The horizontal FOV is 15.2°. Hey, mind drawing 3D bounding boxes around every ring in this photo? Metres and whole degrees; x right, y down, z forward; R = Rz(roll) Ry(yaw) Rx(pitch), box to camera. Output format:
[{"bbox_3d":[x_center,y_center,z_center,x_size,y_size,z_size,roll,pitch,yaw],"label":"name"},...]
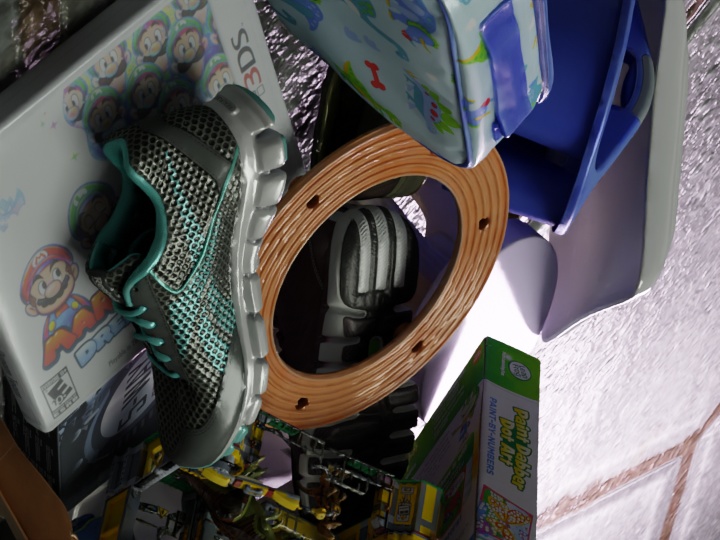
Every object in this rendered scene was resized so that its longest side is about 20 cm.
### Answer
[{"bbox_3d":[0.000,0.000,1.470,0.200,0.019,0.200,-28,140,-26],"label":"ring"}]

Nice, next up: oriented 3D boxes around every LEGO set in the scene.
[{"bbox_3d":[-0.055,0.161,1.475,0.154,0.200,0.116,-24,-135,41],"label":"LEGO set"}]

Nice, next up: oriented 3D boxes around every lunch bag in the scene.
[{"bbox_3d":[0.021,-0.146,1.334,0.082,0.161,0.200,-44,157,-13],"label":"lunch bag"}]

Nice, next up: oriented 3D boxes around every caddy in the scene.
[{"bbox_3d":[0.118,-0.115,1.558,0.141,0.105,0.200,107,-2,-49],"label":"caddy"}]

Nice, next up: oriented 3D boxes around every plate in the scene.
[{"bbox_3d":[0.160,-0.064,1.661,0.200,0.032,0.200,141,-43,-74],"label":"plate"}]

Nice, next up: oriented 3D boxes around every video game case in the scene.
[{"bbox_3d":[-0.115,-0.043,1.342,0.200,0.024,0.182,-42,139,-24],"label":"video game case"}]

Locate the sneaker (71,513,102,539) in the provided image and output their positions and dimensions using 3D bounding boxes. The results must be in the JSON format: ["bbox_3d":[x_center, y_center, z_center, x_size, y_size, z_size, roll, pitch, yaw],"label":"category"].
[{"bbox_3d":[-0.188,0.164,1.514,0.105,0.076,0.200,-45,151,-5],"label":"sneaker"}]

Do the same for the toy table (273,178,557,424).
[{"bbox_3d":[0.039,0.006,1.673,0.184,0.117,0.200,-41,157,-25],"label":"toy table"}]

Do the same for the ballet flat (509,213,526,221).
[{"bbox_3d":[0.109,-0.092,1.726,0.067,0.062,0.200,-33,152,-41],"label":"ballet flat"}]

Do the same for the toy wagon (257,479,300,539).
[{"bbox_3d":[-0.069,0.206,1.652,0.155,0.040,0.200,-27,148,-45],"label":"toy wagon"}]

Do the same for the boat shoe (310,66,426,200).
[{"bbox_3d":[0.016,-0.116,1.488,0.066,0.072,0.201,-23,142,-37],"label":"boat shoe"}]

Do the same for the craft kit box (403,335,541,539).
[{"bbox_3d":[0.041,0.172,1.596,0.200,0.049,0.198,-58,-163,33],"label":"craft kit box"}]

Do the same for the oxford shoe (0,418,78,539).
[{"bbox_3d":[-0.168,0.161,1.427,0.071,0.200,0.071,-24,-178,36],"label":"oxford shoe"}]

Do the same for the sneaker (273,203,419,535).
[{"bbox_3d":[-0.024,0.049,1.589,0.076,0.116,0.200,-2,106,-37],"label":"sneaker"}]

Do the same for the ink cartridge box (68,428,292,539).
[{"bbox_3d":[-0.102,0.157,1.680,0.146,0.084,0.200,-57,158,17],"label":"ink cartridge box"}]

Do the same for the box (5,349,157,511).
[{"bbox_3d":[-0.122,0.024,1.482,0.160,0.044,0.200,-39,155,-29],"label":"box"}]

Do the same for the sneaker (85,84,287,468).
[{"bbox_3d":[-0.096,0.007,1.332,0.091,0.078,0.200,-10,115,-33],"label":"sneaker"}]
